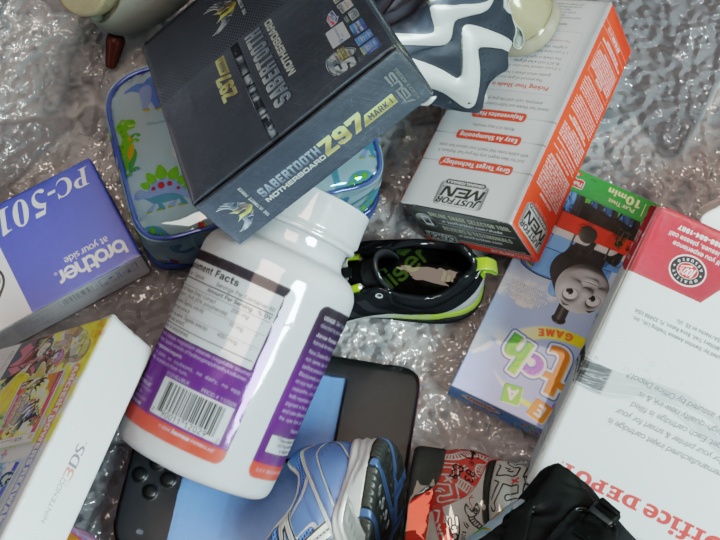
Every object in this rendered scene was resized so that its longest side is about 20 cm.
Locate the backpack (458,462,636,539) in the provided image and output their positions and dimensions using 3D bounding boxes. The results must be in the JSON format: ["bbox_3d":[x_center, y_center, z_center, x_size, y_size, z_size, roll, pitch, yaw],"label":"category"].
[{"bbox_3d":[0.082,0.239,0.626,0.199,0.154,0.163,-28,61,-28],"label":"backpack"}]

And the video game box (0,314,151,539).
[{"bbox_3d":[-0.239,0.134,0.700,0.182,0.047,0.201,-17,42,41],"label":"video game box"}]

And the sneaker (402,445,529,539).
[{"bbox_3d":[0.078,0.222,0.732,0.107,0.067,0.202,6,68,6],"label":"sneaker"}]

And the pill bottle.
[{"bbox_3d":[-0.071,0.040,0.728,0.111,0.111,0.201,24,86,9],"label":"pill bottle"}]

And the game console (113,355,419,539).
[{"bbox_3d":[-0.066,0.140,0.784,0.199,0.031,0.178,9,71,4],"label":"game console"}]

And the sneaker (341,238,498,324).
[{"bbox_3d":[0.000,0.000,0.803,0.199,0.083,0.072,-5,70,0],"label":"sneaker"}]

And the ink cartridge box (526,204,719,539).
[{"bbox_3d":[0.214,0.077,0.707,0.144,0.084,0.201,25,98,9],"label":"ink cartridge box"}]

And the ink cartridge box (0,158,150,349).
[{"bbox_3d":[-0.272,0.004,0.827,0.199,0.044,0.094,-29,74,-9],"label":"ink cartridge box"}]

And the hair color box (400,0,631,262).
[{"bbox_3d":[0.122,-0.113,0.835,0.101,0.061,0.201,14,68,37],"label":"hair color box"}]

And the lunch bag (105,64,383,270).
[{"bbox_3d":[-0.088,-0.098,0.838,0.199,0.083,0.161,-16,70,-7],"label":"lunch bag"}]

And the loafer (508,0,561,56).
[{"bbox_3d":[0.061,-0.216,0.854,0.199,0.068,0.076,10,63,35],"label":"loafer"}]

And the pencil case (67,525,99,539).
[{"bbox_3d":[-0.165,0.236,0.723,0.199,0.087,0.088,27,73,9],"label":"pencil case"}]

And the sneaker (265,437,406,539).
[{"bbox_3d":[-0.023,0.209,0.715,0.077,0.076,0.201,1,66,25],"label":"sneaker"}]

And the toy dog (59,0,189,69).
[{"bbox_3d":[-0.149,-0.206,0.870,0.199,0.097,0.132,16,26,36],"label":"toy dog"}]

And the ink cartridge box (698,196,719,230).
[{"bbox_3d":[0.332,-0.025,0.791,0.199,0.067,0.117,-25,88,-16],"label":"ink cartridge box"}]

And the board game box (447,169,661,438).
[{"bbox_3d":[0.175,0.035,0.813,0.151,0.037,0.201,25,74,9],"label":"board game box"}]

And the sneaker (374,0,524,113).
[{"bbox_3d":[0.032,-0.137,0.781,0.199,0.130,0.080,-42,43,8],"label":"sneaker"}]

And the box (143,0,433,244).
[{"bbox_3d":[-0.057,-0.135,0.719,0.157,0.051,0.200,-37,44,13],"label":"box"}]
